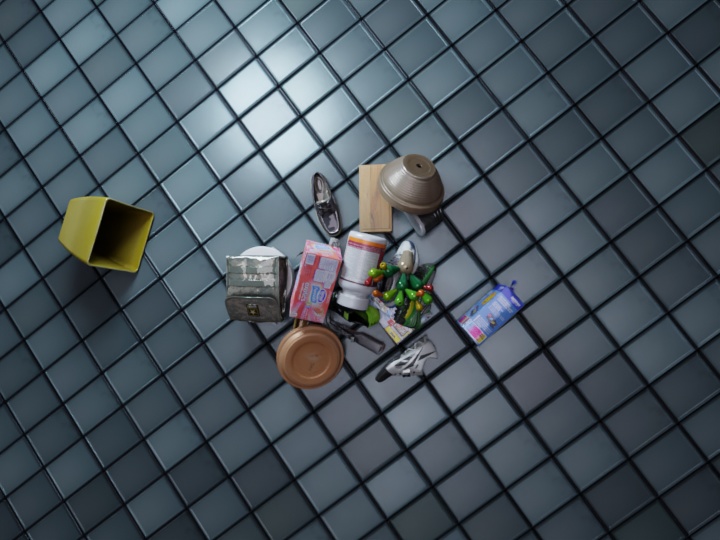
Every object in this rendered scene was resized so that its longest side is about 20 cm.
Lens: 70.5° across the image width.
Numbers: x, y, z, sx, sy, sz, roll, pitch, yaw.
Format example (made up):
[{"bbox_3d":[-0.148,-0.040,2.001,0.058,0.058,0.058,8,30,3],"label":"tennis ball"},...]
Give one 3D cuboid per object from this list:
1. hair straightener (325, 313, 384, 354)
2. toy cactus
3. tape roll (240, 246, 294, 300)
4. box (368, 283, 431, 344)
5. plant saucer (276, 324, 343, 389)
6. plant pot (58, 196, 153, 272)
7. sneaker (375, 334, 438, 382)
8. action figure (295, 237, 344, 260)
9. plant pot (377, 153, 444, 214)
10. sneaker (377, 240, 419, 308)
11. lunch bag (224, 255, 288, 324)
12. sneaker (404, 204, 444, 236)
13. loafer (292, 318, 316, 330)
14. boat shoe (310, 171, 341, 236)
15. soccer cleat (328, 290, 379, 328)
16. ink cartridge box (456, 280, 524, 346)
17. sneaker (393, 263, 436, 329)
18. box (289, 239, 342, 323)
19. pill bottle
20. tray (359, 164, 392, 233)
[{"bbox_3d":[-0.020,0.185,1.496,0.199,0.077,0.041,33,92,8],"label":"hair straightener"},{"bbox_3d":[0.114,0.016,1.362,0.198,0.102,0.166,18,58,-7],"label":"toy cactus"},{"bbox_3d":[-0.301,0.027,1.562,0.200,0.037,0.206,-1,86,7],"label":"tape roll"},{"bbox_3d":[0.098,0.097,1.506,0.136,0.038,0.201,-40,83,2],"label":"box"},{"bbox_3d":[-0.145,0.256,1.485,0.198,0.032,0.203,-4,108,-12],"label":"plant saucer"},{"bbox_3d":[-0.795,-0.122,1.563,0.175,0.200,0.202,15,88,19],"label":"plant pot"},{"bbox_3d":[0.136,0.279,1.472,0.199,0.074,0.089,-36,81,4],"label":"sneaker"},{"bbox_3d":[-0.085,-0.043,1.501,0.198,0.119,0.103,19,90,-4],"label":"action figure"},{"bbox_3d":[0.153,-0.262,1.443,0.198,0.093,0.203,8,52,-11],"label":"plant pot"},{"bbox_3d":[0.101,0.002,1.437,0.077,0.085,0.202,9,75,46],"label":"sneaker"},{"bbox_3d":[-0.303,0.056,1.486,0.162,0.118,0.203,1,92,7],"label":"lunch bag"},{"bbox_3d":[0.175,-0.204,1.508,0.098,0.071,0.201,-24,73,-13],"label":"sneaker"},{"bbox_3d":[-0.162,0.133,1.510,0.072,0.072,0.203,2,84,35],"label":"loafer"},{"bbox_3d":[-0.110,-0.202,1.538,0.071,0.065,0.202,-15,85,4],"label":"boat shoe"},{"bbox_3d":[-0.038,0.110,1.482,0.198,0.081,0.068,19,115,25],"label":"soccer cleat"},{"bbox_3d":[0.370,0.110,1.422,0.200,0.136,0.077,-41,88,3],"label":"ink cartridge box"},{"bbox_3d":[0.168,0.071,1.454,0.085,0.078,0.202,29,82,-26],"label":"sneaker"},{"bbox_3d":[-0.126,0.031,1.415,0.101,0.095,0.202,12,112,-11],"label":"box"},{"bbox_3d":[0.000,0.000,1.407,0.108,0.110,0.202,14,96,8],"label":"pill bottle"},{"bbox_3d":[0.046,-0.216,1.534,0.097,0.037,0.203,-1,87,7],"label":"tray"}]
